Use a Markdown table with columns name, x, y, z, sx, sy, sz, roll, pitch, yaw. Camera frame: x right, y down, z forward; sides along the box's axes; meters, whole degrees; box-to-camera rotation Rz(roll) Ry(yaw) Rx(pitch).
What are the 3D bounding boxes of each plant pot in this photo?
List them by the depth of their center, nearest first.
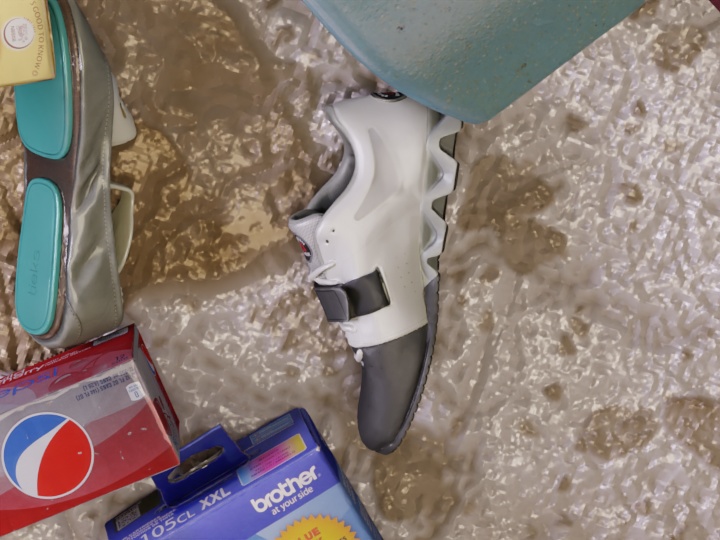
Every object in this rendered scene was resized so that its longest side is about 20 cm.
| name | x | y | z | sx | sy | sz | roll | pitch | yaw |
| --- | --- | --- | --- | --- | --- | --- | --- | --- | --- |
| plant pot | 0.039 | -0.195 | 1.430 | 0.196 | 0.196 | 0.200 | -36 | 119 | 1 |

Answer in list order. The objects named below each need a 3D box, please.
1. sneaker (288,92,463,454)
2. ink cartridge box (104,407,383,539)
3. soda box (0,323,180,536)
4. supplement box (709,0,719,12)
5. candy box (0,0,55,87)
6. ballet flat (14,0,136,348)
| name | x | y | z | sx | sy | sz | roll | pitch | yaw |
| --- | --- | --- | --- | --- | --- | --- | --- | --- | --- |
| sneaker | 0.000 | 0.000 | 1.535 | 0.088 | 0.074 | 0.201 | 5 | 95 | -12 |
| ink cartridge box | -0.053 | 0.174 | 1.570 | 0.136 | 0.076 | 0.201 | -31 | 107 | -1 |
| soda box | -0.200 | 0.104 | 1.518 | 0.199 | 0.063 | 0.070 | -22 | 108 | 3 |
| supplement box | 0.234 | -0.249 | 1.424 | 0.196 | 0.200 | 0.133 | -23 | 123 | -3 |
| candy box | -0.260 | -0.118 | 1.380 | 0.199 | 0.117 | 0.057 | -11 | 110 | -13 |
| ballet flat | -0.152 | -0.058 | 1.501 | 0.063 | 0.067 | 0.201 | -9 | 110 | -37 |
